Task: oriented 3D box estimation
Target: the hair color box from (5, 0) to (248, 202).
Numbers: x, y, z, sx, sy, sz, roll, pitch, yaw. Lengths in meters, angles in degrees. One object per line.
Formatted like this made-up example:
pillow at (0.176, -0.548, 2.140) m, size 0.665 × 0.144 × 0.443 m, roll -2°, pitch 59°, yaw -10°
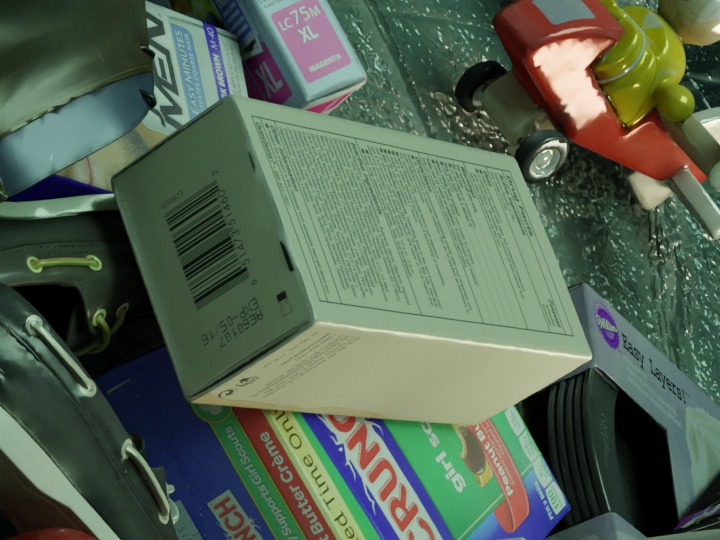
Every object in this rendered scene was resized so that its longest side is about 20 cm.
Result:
hair color box at (-0.130, -0.066, 1.200) m, size 0.199 × 0.065 × 0.110 m, roll 15°, pitch 53°, yaw -44°

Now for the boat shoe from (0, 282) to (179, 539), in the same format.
boat shoe at (-0.103, 0.085, 1.104) m, size 0.200 × 0.074 × 0.060 m, roll 51°, pitch 57°, yaw -34°

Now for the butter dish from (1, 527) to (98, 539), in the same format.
butter dish at (-0.097, 0.174, 1.009) m, size 0.200 × 0.148 × 0.200 m, roll 50°, pitch 34°, yaw -15°

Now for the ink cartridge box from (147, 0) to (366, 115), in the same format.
ink cartridge box at (-0.077, -0.149, 1.319) m, size 0.042 × 0.119 × 0.201 m, roll -24°, pitch 84°, yaw -26°

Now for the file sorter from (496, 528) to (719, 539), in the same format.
file sorter at (0.143, 0.219, 1.241) m, size 0.200 × 0.124 × 0.139 m, roll 56°, pitch 33°, yaw -46°

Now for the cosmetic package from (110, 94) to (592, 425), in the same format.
cosmetic package at (0.000, 0.000, 1.174) m, size 0.200 × 0.073 × 0.104 m, roll 11°, pitch 53°, yaw -54°

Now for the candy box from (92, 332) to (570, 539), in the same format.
candy box at (-0.007, 0.077, 1.248) m, size 0.170 × 0.077 × 0.200 m, roll 61°, pitch 29°, yaw -4°

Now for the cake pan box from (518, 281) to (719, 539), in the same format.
cake pan box at (0.143, 0.126, 1.420) m, size 0.200 × 0.052 × 0.185 m, roll 41°, pitch 33°, yaw -44°

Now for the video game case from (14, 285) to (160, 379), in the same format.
video game case at (-0.127, -0.007, 1.230) m, size 0.143 × 0.018 × 0.201 m, roll 30°, pitch 43°, yaw -36°

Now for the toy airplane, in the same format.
toy airplane at (0.161, -0.102, 1.569) m, size 0.200 × 0.141 × 0.199 m, roll 38°, pitch 17°, yaw -6°

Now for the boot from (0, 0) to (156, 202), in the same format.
boot at (-0.112, -0.090, 1.137) m, size 0.200 × 0.074 × 0.097 m, roll -26°, pitch 97°, yaw -49°

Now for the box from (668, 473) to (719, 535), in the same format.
box at (0.215, 0.164, 1.436) m, size 0.144 × 0.036 × 0.200 m, roll 67°, pitch 25°, yaw -3°

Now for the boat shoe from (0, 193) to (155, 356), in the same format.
boat shoe at (-0.130, 0.007, 1.137) m, size 0.200 × 0.072 × 0.061 m, roll 3°, pitch 60°, yaw -42°
